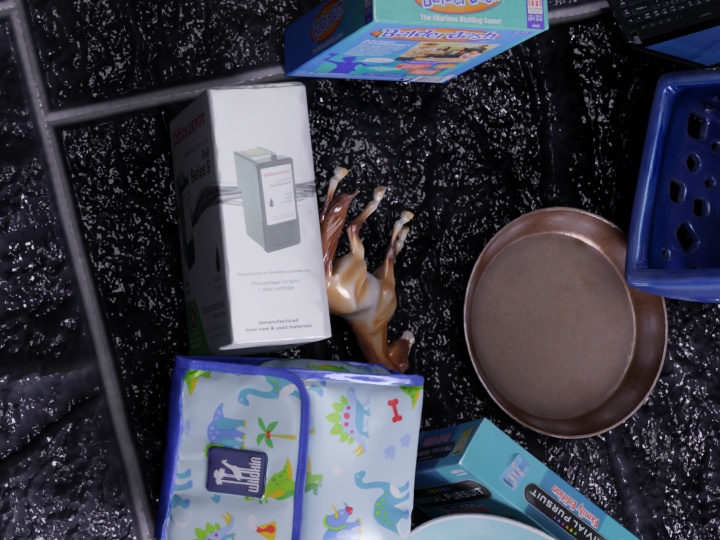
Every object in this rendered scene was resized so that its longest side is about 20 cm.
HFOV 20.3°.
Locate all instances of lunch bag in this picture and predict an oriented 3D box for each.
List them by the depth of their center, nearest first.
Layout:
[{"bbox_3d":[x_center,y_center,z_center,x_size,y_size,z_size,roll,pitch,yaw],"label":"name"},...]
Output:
[{"bbox_3d":[-0.059,0.155,1.586,0.199,0.127,0.171,5,91,-20],"label":"lunch bag"}]

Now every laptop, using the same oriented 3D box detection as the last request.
[{"bbox_3d":[0.318,-0.265,1.793,0.176,0.103,0.201,-17,77,-24],"label":"laptop"}]

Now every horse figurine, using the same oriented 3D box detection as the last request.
[{"bbox_3d":[0.000,0.000,1.640,0.200,0.050,0.133,42,62,-59],"label":"horse figurine"}]

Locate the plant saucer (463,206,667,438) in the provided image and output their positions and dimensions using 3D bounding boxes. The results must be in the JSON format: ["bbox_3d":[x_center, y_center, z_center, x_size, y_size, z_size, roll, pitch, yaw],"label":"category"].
[{"bbox_3d":[0.174,0.046,1.753,0.199,0.034,0.202,3,83,-21],"label":"plant saucer"}]

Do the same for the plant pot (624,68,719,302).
[{"bbox_3d":[0.369,-0.060,1.752,0.179,0.199,0.201,22,74,-45],"label":"plant pot"}]

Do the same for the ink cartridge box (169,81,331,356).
[{"bbox_3d":[-0.091,-0.037,1.594,0.084,0.146,0.201,-4,84,-19],"label":"ink cartridge box"}]

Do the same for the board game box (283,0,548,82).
[{"bbox_3d":[0.041,-0.196,1.640,0.151,0.200,0.045,1,83,-23],"label":"board game box"}]

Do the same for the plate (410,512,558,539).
[{"bbox_3d":[0.117,0.268,1.630,0.200,0.200,0.026,44,40,-11],"label":"plate"}]

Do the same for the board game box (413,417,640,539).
[{"bbox_3d":[0.131,0.204,1.650,0.200,0.151,0.047,38,67,-13],"label":"board game box"}]
